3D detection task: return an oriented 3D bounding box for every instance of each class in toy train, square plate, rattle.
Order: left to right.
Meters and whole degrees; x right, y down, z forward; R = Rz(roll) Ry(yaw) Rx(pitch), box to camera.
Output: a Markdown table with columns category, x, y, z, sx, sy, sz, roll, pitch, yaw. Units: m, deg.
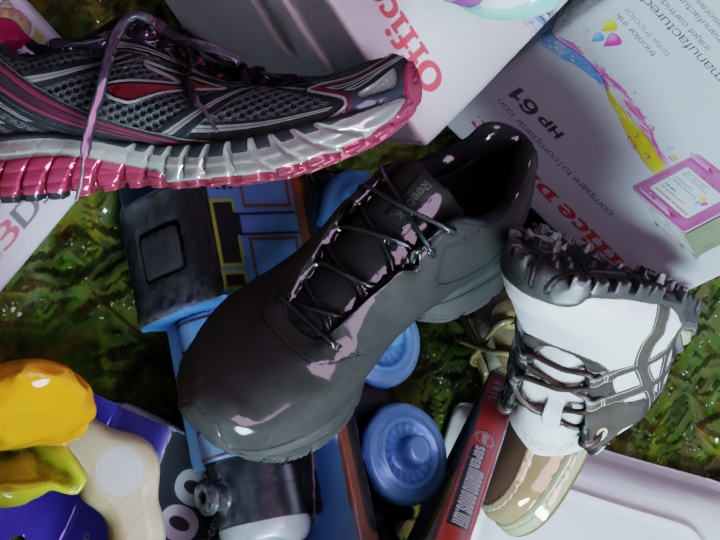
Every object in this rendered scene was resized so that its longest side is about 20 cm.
| category | x | y | z | sx | sy | sz | roll | pitch | yaw |
| --- | --- | --- | --- | --- | --- | --- | --- | --- | --- |
| rattle | -0.145 | 0.147 | 1.077 | 0.130 | 0.143 | 0.201 | 26 | 76 | -21 |
| toy train | -0.035 | 0.037 | 1.160 | 0.114 | 0.087 | 0.201 | -4 | 79 | -38 |
| square plate | 0.101 | 0.186 | 1.327 | 0.198 | 0.028 | 0.201 | 19 | 86 | -34 |

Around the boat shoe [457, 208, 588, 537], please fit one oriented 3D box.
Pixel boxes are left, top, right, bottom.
| category | x | y | z | sx | sy | sz | roll | pitch | yaw |
| --- | --- | --- | --- | --- | --- | --- | --- | --- | --- |
| boat shoe | 0.082 | 0.027 | 1.266 | 0.066 | 0.074 | 0.201 | 25 | 65 | -23 |

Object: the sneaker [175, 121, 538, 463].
| category | x | y | z | sx | sy | sz | roll | pitch | yaw |
| --- | --- | --- | --- | --- | --- | --- | --- | --- | --- |
| sneaker | 0.000 | 0.000 | 1.081 | 0.076 | 0.091 | 0.200 | 40 | 53 | 12 |

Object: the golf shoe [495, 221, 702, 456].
| category | x | y | z | sx | sy | sz | roll | pitch | yaw |
| --- | --- | --- | --- | --- | --- | --- | --- | --- | --- |
| golf shoe | 0.098 | 0.038 | 1.137 | 0.095 | 0.078 | 0.200 | -65 | 158 | -1 |

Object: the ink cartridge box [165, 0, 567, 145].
| category | x | y | z | sx | sy | sz | roll | pitch | yaw |
| --- | --- | --- | --- | --- | --- | --- | --- | --- | --- |
| ink cartridge box | 0.015 | -0.175 | 1.152 | 0.200 | 0.144 | 0.147 | -45 | 116 | -21 |

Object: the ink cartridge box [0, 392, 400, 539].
| category | x | y | z | sx | sy | sz | roll | pitch | yaw |
| --- | --- | --- | --- | --- | --- | --- | --- | --- | --- |
| ink cartridge box | -0.098 | 0.171 | 1.183 | 0.200 | 0.043 | 0.199 | 28 | 81 | -32 |

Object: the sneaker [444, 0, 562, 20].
| category | x | y | z | sx | sy | sz | roll | pitch | yaw |
| --- | --- | --- | --- | --- | --- | --- | --- | --- | --- |
| sneaker | 0.033 | -0.206 | 1.029 | 0.139 | 0.078 | 0.201 | 8 | 89 | -33 |

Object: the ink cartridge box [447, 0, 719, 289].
| category | x | y | z | sx | sy | sz | roll | pitch | yaw |
| --- | --- | --- | --- | --- | --- | --- | --- | --- | --- |
| ink cartridge box | 0.149 | -0.079 | 1.178 | 0.145 | 0.200 | 0.085 | 44 | 58 | -10 |

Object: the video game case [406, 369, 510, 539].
| category | x | y | z | sx | sy | sz | roll | pitch | yaw |
| --- | --- | --- | --- | --- | --- | --- | --- | --- | --- |
| video game case | 0.022 | 0.147 | 1.156 | 0.017 | 0.200 | 0.143 | 24 | 118 | 0 |

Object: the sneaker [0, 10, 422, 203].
| category | x | y | z | sx | sy | sz | roll | pitch | yaw |
| --- | --- | --- | --- | --- | --- | --- | --- | --- | --- |
| sneaker | -0.074 | -0.070 | 1.066 | 0.081 | 0.199 | 0.075 | -31 | 117 | -76 |

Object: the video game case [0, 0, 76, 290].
| category | x | y | z | sx | sy | sz | roll | pitch | yaw |
| --- | --- | --- | --- | --- | --- | --- | --- | --- | --- |
| video game case | -0.212 | -0.062 | 1.089 | 0.200 | 0.023 | 0.182 | 48 | 70 | -28 |
